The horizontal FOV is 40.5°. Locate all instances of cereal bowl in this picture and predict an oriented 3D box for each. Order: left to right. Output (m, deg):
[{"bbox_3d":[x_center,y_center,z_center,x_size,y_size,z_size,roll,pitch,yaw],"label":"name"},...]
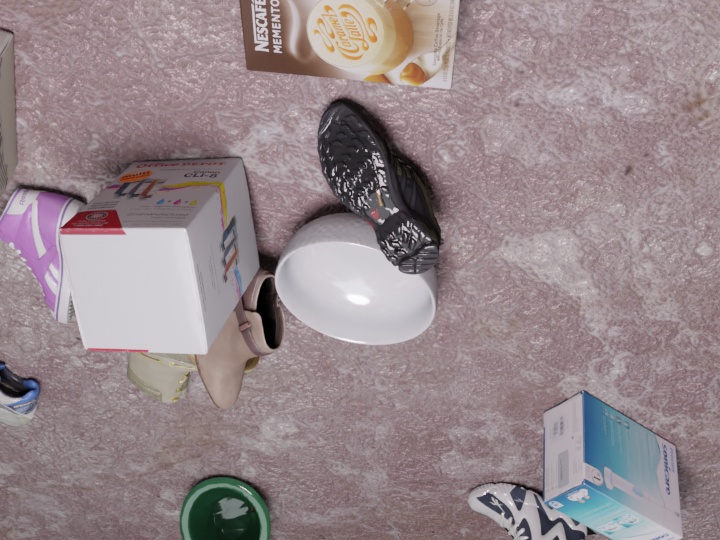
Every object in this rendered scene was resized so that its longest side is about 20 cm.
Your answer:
[{"bbox_3d":[0.000,0.000,1.166,0.196,0.084,0.202,8,142,6],"label":"cereal bowl"}]

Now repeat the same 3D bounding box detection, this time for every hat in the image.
[{"bbox_3d":[-0.226,0.437,1.773,0.162,0.176,0.204,7,102,6],"label":"hat"}]

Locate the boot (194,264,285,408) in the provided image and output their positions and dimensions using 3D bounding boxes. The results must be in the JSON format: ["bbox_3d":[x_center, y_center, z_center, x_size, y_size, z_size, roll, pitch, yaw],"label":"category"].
[{"bbox_3d":[-0.147,0.086,1.231,0.145,0.069,0.204,5,105,50],"label":"boot"}]

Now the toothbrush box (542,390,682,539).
[{"bbox_3d":[0.356,0.287,1.381,0.198,0.148,0.085,29,137,-23],"label":"toothbrush box"}]

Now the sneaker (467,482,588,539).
[{"bbox_3d":[0.257,0.424,1.556,0.195,0.131,0.080,15,144,11],"label":"sneaker"}]

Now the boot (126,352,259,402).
[{"bbox_3d":[-0.241,0.131,1.382,0.196,0.073,0.156,15,139,2],"label":"boot"}]

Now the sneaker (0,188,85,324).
[{"bbox_3d":[-0.408,-0.023,1.246,0.112,0.073,0.203,14,129,0],"label":"sneaker"}]

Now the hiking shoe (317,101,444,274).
[{"bbox_3d":[0.022,-0.093,1.062,0.075,0.101,0.202,-28,99,21],"label":"hiking shoe"}]

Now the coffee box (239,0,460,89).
[{"bbox_3d":[-0.007,-0.242,0.897,0.196,0.081,0.115,6,139,5],"label":"coffee box"}]

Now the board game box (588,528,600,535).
[{"bbox_3d":[0.372,0.368,1.567,0.103,0.024,0.201,-7,137,22],"label":"board game box"}]

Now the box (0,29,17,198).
[{"bbox_3d":[-0.426,-0.173,1.070,0.081,0.069,0.201,14,140,-5],"label":"box"}]

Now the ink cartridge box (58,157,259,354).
[{"bbox_3d":[-0.212,-0.022,1.076,0.142,0.201,0.147,0,116,12],"label":"ink cartridge box"}]

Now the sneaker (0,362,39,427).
[{"bbox_3d":[-0.586,0.166,1.503,0.197,0.078,0.085,22,129,-25],"label":"sneaker"}]
